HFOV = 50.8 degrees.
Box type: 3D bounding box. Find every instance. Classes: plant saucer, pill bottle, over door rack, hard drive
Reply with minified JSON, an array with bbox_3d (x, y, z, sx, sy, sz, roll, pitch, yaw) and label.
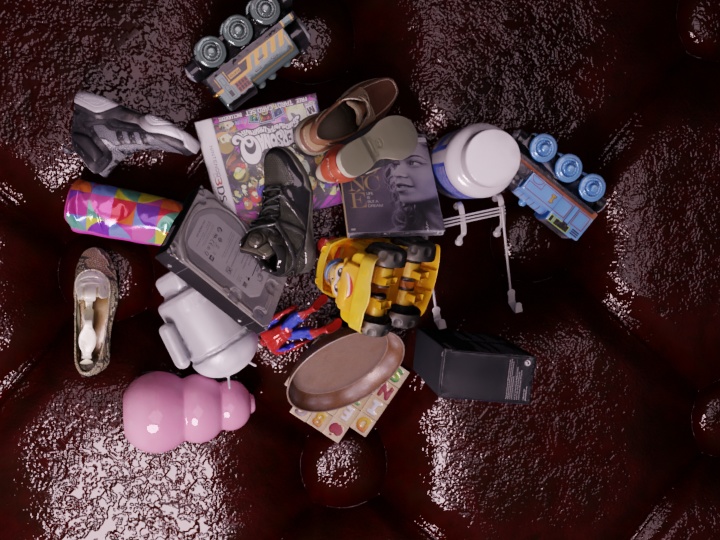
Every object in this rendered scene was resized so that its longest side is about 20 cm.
[{"bbox_3d":[-0.027,0.150,1.192,0.200,0.200,0.035,-26,54,-5],"label":"plant saucer"},{"bbox_3d":[0.175,-0.167,1.168,0.112,0.200,0.112,-1,95,-8],"label":"pill bottle"},{"bbox_3d":[0.174,-0.017,1.251,0.147,0.067,0.201,-13,103,-5],"label":"over door rack"},{"bbox_3d":[-0.198,-0.014,1.141,0.200,0.038,0.140,44,43,-29],"label":"hard drive"}]

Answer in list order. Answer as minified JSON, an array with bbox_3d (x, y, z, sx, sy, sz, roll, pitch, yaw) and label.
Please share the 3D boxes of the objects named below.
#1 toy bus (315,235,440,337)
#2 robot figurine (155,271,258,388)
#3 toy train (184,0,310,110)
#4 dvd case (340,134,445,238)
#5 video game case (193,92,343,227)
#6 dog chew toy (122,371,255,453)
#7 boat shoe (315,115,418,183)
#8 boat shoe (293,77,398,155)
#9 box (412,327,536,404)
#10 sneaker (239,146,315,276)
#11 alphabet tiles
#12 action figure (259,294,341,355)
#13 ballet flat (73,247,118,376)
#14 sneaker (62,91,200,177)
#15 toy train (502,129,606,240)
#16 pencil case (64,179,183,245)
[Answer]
[{"bbox_3d":[0.000,0.000,1.161,0.192,0.200,0.136,23,109,28],"label":"toy bus"},{"bbox_3d":[-0.234,0.082,1.174,0.170,0.113,0.200,-37,99,-39],"label":"robot figurine"},{"bbox_3d":[-0.172,-0.340,1.171,0.200,0.085,0.114,-40,111,-5],"label":"toy train"},{"bbox_3d":[0.043,-0.136,1.185,0.148,0.016,0.200,-2,55,-7],"label":"dvd case"},{"bbox_3d":[-0.144,-0.170,1.207,0.199,0.036,0.182,-14,98,-7],"label":"video game case"},{"bbox_3d":[-0.265,0.216,1.184,0.199,0.125,0.125,-2,95,-16],"label":"dog chew toy"},{"bbox_3d":[0.014,-0.184,1.163,0.200,0.063,0.071,-35,102,-42],"label":"boat shoe"},{"bbox_3d":[-0.010,-0.242,1.182,0.200,0.072,0.076,-40,107,-23],"label":"boat shoe"},{"bbox_3d":[0.171,0.146,1.193,0.141,0.200,0.079,8,94,-8],"label":"box"},{"bbox_3d":[-0.128,-0.085,1.141,0.076,0.114,0.200,3,102,34],"label":"sneaker"},{"bbox_3d":[-0.021,0.180,1.267,0.166,0.006,0.200,35,89,-9],"label":"alphabet tiles"},{"bbox_3d":[-0.102,0.089,1.166,0.052,0.200,0.065,-41,100,-41],"label":"action figure"},{"bbox_3d":[-0.412,0.066,1.169,0.068,0.075,0.201,3,94,-7],"label":"ballet flat"},{"bbox_3d":[-0.352,-0.189,1.160,0.200,0.075,0.114,21,92,-3],"label":"sneaker"},{"bbox_3d":[0.310,-0.142,1.248,0.200,0.087,0.114,36,95,-11],"label":"toy train"},{"bbox_3d":[-0.347,-0.080,1.163,0.199,0.088,0.089,13,93,-6],"label":"pencil case"}]
